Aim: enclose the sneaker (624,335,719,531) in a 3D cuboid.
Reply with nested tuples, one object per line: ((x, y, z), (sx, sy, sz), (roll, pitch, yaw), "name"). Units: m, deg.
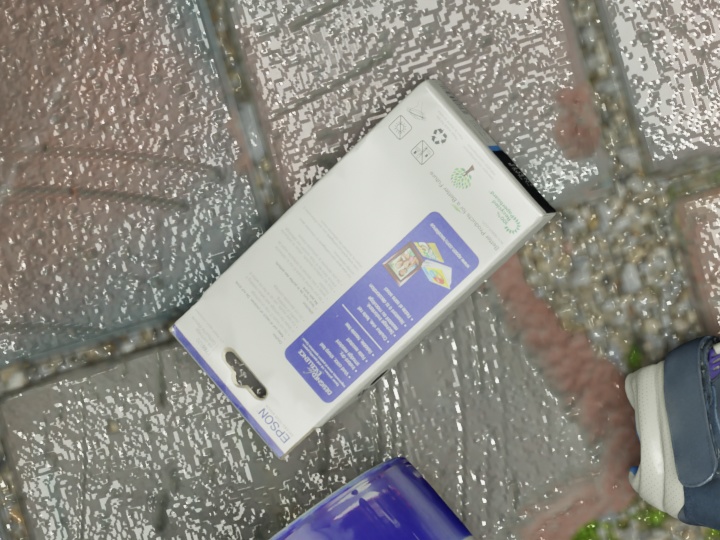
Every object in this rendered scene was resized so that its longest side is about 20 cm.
((0.200, 0.034, 1.297), (0.146, 0.081, 0.200), (5, 73, 38), "sneaker")

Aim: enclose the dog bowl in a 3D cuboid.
((-0.030, 0.186, 1.314), (0.200, 0.200, 0.079), (-42, 79, 16), "dog bowl")

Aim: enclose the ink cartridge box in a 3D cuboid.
((0.000, 0.000, 1.375), (0.200, 0.039, 0.099), (-42, 82, 14), "ink cartridge box")
